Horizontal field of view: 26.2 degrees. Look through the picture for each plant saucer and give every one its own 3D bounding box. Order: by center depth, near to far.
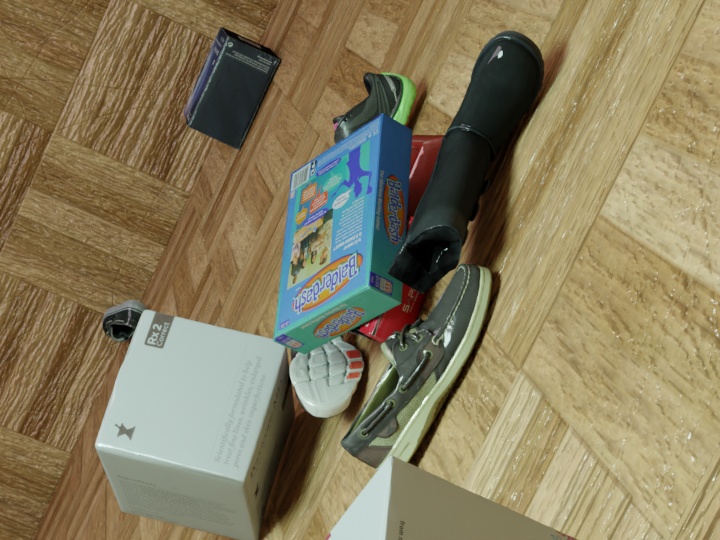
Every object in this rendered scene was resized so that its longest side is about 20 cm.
[{"bbox_3d":[0.032,-0.062,1.688,0.201,0.037,0.200,-66,14,-1],"label":"plant saucer"}]

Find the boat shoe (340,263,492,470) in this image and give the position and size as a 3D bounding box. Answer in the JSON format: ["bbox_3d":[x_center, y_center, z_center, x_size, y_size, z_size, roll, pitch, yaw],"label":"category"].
[{"bbox_3d":[0.047,0.080,1.332,0.202,0.066,0.072,-64,11,6],"label":"boat shoe"}]

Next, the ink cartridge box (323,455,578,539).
[{"bbox_3d":[0.063,0.221,0.774,0.146,0.199,0.145,-55,15,35],"label":"ink cartridge box"}]

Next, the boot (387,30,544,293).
[{"bbox_3d":[0.094,-0.097,1.382,0.165,0.065,0.200,111,-174,-47],"label":"boot"}]

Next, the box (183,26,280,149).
[{"bbox_3d":[-0.263,-0.368,3.113,0.200,0.123,0.199,-123,57,-74],"label":"box"}]

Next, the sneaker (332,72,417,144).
[{"bbox_3d":[-0.001,-0.143,1.819,0.077,0.083,0.201,104,-172,-72],"label":"sneaker"}]

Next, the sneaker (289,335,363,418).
[{"bbox_3d":[-0.037,0.117,1.632,0.200,0.077,0.082,-99,9,-67],"label":"sneaker"}]

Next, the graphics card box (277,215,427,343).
[{"bbox_3d":[0.000,0.000,1.570,0.200,0.051,0.126,14,81,57],"label":"graphics card box"}]

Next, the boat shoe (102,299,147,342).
[{"bbox_3d":[-0.533,0.121,3.418,0.200,0.072,0.071,-37,28,60],"label":"boat shoe"}]

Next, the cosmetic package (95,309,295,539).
[{"bbox_3d":[-0.172,0.172,1.674,0.200,0.164,0.166,90,-166,-63],"label":"cosmetic package"}]

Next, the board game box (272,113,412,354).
[{"bbox_3d":[-0.017,-0.035,1.529,0.152,0.045,0.201,-28,46,44],"label":"board game box"}]
